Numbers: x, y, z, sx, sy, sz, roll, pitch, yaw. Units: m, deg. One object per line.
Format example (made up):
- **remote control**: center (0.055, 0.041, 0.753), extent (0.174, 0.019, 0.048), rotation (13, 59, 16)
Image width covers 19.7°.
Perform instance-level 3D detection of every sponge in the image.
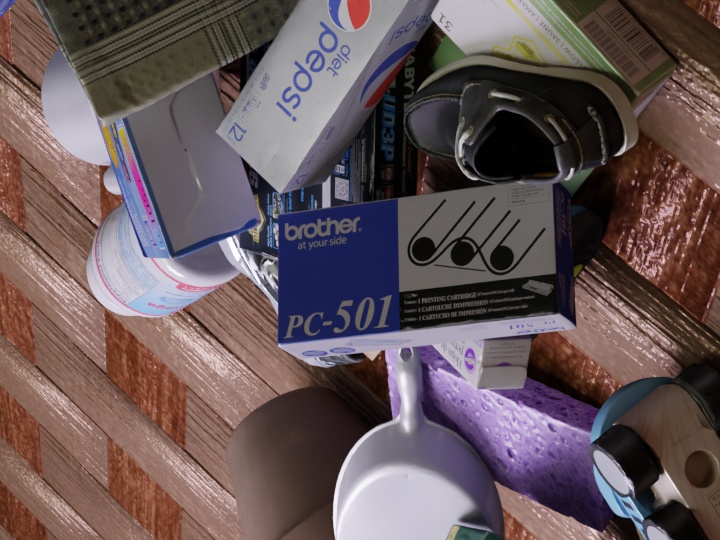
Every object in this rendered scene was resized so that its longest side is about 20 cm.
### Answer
- **sponge**: center (0.109, 0.121, 1.607), extent (0.199, 0.030, 0.112), rotation (23, 142, 27)

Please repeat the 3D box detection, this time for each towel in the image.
- **towel**: center (-0.135, -0.222, 1.425), extent (0.194, 0.199, 0.035), rotation (63, 174, 5)

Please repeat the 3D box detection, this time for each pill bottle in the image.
- **pill bottle**: center (-0.171, -0.020, 1.818), extent (0.109, 0.108, 0.200), rotation (55, 152, -4)

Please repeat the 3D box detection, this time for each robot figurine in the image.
- **robot figurine**: center (-0.187, -0.148, 1.695), extent (0.199, 0.112, 0.172), rotation (-3, 91, 58)

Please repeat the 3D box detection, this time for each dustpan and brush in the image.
- **dustpan and brush**: center (0.041, 0.144, 1.619), extent (0.138, 0.058, 0.201), rotation (1, 132, 10)

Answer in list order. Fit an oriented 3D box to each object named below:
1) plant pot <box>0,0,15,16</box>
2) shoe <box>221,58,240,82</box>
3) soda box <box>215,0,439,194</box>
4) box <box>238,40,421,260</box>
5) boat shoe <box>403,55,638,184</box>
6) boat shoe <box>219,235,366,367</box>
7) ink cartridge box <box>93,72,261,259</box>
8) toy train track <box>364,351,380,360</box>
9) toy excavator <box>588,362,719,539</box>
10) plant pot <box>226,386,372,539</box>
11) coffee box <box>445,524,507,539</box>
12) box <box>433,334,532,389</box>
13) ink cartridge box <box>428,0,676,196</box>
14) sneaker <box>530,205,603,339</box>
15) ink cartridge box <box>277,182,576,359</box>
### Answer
- **plant pot**: center (-0.319, -0.299, 1.654), extent (0.201, 0.179, 0.200), rotation (55, 152, -4)
- **shoe**: center (-0.103, -0.175, 1.561), extent (0.071, 0.091, 0.202), rotation (18, 136, 47)
- **soda box**: center (-0.011, -0.149, 1.382), extent (0.068, 0.063, 0.201), rotation (43, 117, 16)
- **box**: center (-0.025, -0.100, 1.493), extent (0.158, 0.046, 0.202), rotation (16, 109, 49)
- **boat shoe**: center (0.084, -0.090, 1.308), extent (0.199, 0.067, 0.072), rotation (9, 133, 55)
- **boat shoe**: center (-0.050, -0.005, 1.711), extent (0.071, 0.072, 0.201), rotation (-2, 131, 46)
- **ink cartridge box**: center (-0.141, -0.082, 1.530), extent (0.200, 0.076, 0.138), rotation (-176, 67, -79)
- **toy train track**: center (0.000, 0.000, 1.651), extent (0.200, 0.033, 0.115), rotation (43, 142, 3)
- **toy excavator**: center (0.221, 0.165, 1.475), extent (0.195, 0.100, 0.200), rotation (56, 166, -7)
- **plant pot**: center (-0.031, 0.200, 1.801), extent (0.175, 0.199, 0.201), rotation (60, 157, 28)
- **coffee box**: center (0.160, 0.253, 1.572), extent (0.199, 0.044, 0.123), rotation (26, 173, -8)
- **box**: center (0.058, 0.024, 1.476), extent (0.200, 0.041, 0.039), rotation (-136, 49, -55)
- **ink cartridge box**: center (0.107, -0.125, 1.350), extent (0.146, 0.048, 0.200), rotation (48, 149, 9)
- **sneaker**: center (0.107, -0.001, 1.469), extent (0.079, 0.066, 0.200), rotation (50, 152, 13)
- **ink cartridge box**: center (0.043, 0.000, 1.386), extent (0.198, 0.095, 0.044), rotation (-7, 163, 21)
